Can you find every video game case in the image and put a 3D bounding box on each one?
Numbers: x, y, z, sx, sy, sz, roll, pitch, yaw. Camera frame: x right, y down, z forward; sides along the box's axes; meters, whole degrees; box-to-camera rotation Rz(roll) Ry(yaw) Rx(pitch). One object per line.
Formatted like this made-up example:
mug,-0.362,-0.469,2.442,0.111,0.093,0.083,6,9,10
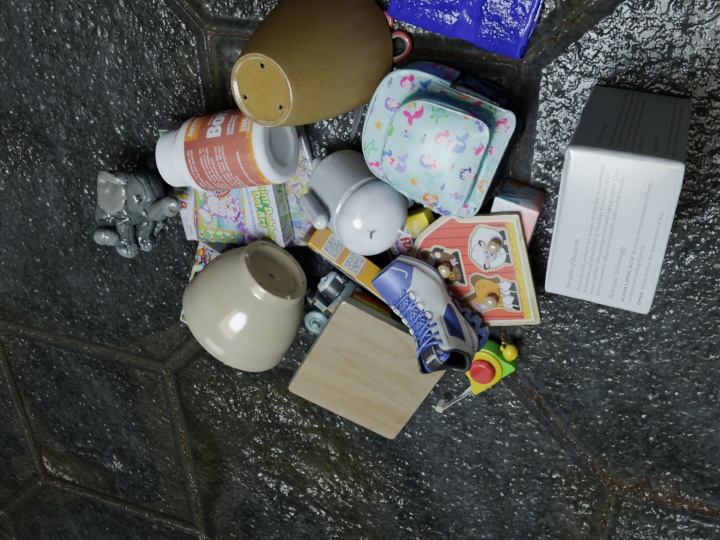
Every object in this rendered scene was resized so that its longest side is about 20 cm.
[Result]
video game case,-0.126,-0.133,1.284,0.141,0.018,0.203,-3,119,27

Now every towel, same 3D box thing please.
towel,0.134,-0.360,0.991,0.197,0.050,0.150,22,127,12

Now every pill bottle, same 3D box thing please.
pill bottle,-0.198,-0.175,1.156,0.196,0.113,0.114,-3,119,27

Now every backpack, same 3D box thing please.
backpack,0.100,-0.180,1.066,0.198,0.150,0.180,30,122,14

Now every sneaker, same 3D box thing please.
sneaker,0.100,0.077,1.131,0.199,0.116,0.080,40,126,-10

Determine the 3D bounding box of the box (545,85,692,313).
box,0.319,-0.093,0.976,0.128,0.200,0.203,13,126,18

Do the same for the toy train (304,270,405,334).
toy train,-0.006,0.087,1.326,0.199,0.086,0.114,42,125,-8

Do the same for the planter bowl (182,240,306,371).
planter bowl,-0.168,0.039,1.271,0.199,0.201,0.135,40,122,-4

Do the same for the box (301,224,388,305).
box,0.000,0.000,1.237,0.199,0.119,0.042,39,87,-9

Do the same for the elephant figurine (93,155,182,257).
elephant figurine,-0.375,-0.128,1.338,0.153,0.143,0.200,27,138,-12

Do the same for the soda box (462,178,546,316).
soda box,0.209,-0.028,1.159,0.067,0.064,0.203,20,126,12

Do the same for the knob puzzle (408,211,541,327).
knob puzzle,0.151,0.007,1.152,0.216,0.031,0.223,14,126,19

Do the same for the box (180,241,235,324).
box,-0.262,0.039,1.450,0.109,0.035,0.202,28,128,7

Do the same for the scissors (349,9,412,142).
scissors,0.006,-0.277,1.132,0.073,0.014,0.201,36,130,0

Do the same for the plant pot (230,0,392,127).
plant pot,-0.078,-0.272,1.046,0.183,0.200,0.190,15,126,21

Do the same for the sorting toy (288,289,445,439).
sorting toy,0.016,0.145,1.263,0.197,0.070,0.200,27,120,-11

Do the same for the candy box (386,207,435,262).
candy box,0.105,0.000,1.245,0.101,0.026,0.202,-13,114,38

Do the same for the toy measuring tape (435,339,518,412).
toy measuring tape,0.178,0.167,1.297,0.074,0.074,0.199,45,128,-7

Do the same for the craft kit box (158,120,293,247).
craft kit box,-0.217,-0.140,1.286,0.193,0.049,0.203,3,121,21

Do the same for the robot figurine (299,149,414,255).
robot figurine,-0.005,-0.099,1.151,0.200,0.167,0.115,47,146,43
